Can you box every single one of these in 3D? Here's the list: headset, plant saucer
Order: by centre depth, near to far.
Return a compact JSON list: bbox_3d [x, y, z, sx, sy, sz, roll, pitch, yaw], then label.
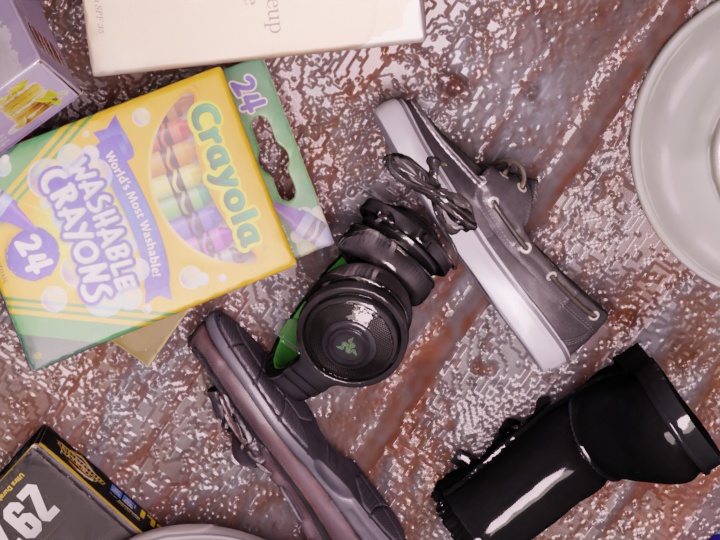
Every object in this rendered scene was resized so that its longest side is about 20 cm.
[{"bbox_3d":[0.000,0.000,1.314,0.094,0.124,0.200,40,141,-13],"label":"headset"},{"bbox_3d":[0.265,-0.074,1.359,0.198,0.050,0.202,0,103,0],"label":"plant saucer"}]

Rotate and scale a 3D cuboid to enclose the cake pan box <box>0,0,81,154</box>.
[{"bbox_3d":[-0.274,-0.126,1.299,0.184,0.052,0.201,-33,56,8],"label":"cake pan box"}]

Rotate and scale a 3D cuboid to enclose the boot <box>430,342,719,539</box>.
[{"bbox_3d":[0.124,0.119,1.337,0.162,0.198,0.074,-35,98,2],"label":"boot"}]

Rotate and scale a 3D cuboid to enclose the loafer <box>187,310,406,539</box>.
[{"bbox_3d":[-0.051,0.118,1.401,0.063,0.072,0.200,-35,104,13],"label":"loafer"}]

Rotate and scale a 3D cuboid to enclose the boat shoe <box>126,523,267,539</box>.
[{"bbox_3d":[-0.064,0.208,1.374,0.198,0.069,0.073,14,102,-2],"label":"boat shoe"}]

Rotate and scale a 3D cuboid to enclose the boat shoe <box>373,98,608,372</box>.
[{"bbox_3d":[0.084,-0.032,1.364,0.066,0.070,0.201,-35,101,0],"label":"boat shoe"}]

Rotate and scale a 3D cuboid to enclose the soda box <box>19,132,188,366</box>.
[{"bbox_3d":[-0.190,-0.030,1.368,0.199,0.064,0.068,35,101,-7],"label":"soda box"}]

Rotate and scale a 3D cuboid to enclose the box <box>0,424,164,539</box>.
[{"bbox_3d":[-0.210,0.224,1.438,0.160,0.049,0.200,43,100,-7],"label":"box"}]

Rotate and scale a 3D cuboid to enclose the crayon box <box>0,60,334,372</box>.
[{"bbox_3d":[-0.124,-0.037,1.313,0.199,0.052,0.127,-22,94,-9],"label":"crayon box"}]

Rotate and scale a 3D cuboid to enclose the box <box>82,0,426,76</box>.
[{"bbox_3d":[-0.063,-0.174,1.324,0.198,0.078,0.096,-7,102,3],"label":"box"}]

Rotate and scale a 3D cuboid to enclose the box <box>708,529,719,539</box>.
[{"bbox_3d":[0.314,0.178,1.350,0.200,0.184,0.105,-44,101,10],"label":"box"}]
